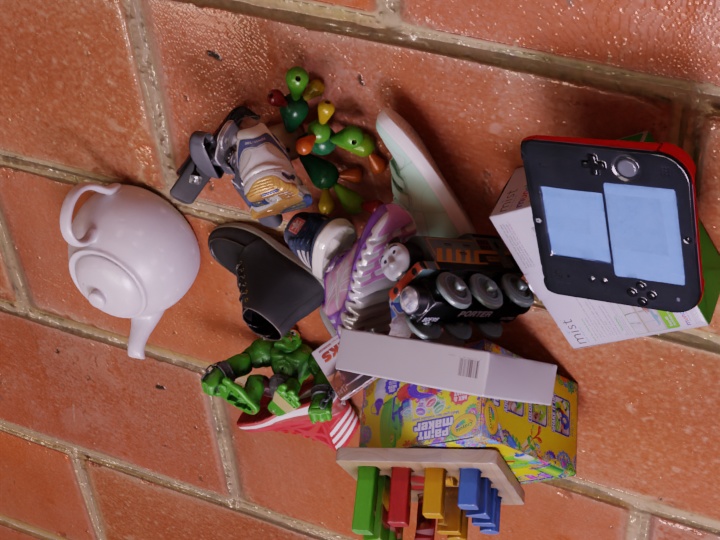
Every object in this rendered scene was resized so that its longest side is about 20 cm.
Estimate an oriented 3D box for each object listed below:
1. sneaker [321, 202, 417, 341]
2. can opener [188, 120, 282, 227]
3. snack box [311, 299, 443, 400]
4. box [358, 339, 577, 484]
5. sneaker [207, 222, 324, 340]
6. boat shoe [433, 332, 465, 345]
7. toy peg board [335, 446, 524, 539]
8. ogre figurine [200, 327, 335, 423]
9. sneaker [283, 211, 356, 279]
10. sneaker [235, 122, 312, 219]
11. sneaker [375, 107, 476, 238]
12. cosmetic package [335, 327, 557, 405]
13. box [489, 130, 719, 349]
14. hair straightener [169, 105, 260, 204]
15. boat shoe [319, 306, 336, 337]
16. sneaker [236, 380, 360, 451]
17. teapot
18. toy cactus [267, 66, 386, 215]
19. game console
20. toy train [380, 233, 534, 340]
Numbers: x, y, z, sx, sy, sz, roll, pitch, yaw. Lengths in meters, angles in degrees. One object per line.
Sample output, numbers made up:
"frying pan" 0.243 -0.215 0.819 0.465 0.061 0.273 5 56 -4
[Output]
"sneaker" 0.000 0.000 1.541 0.089 0.080 0.201 48 136 35
"can opener" -0.146 -0.116 1.623 0.066 0.054 0.200 12 160 20
"snack box" 0.038 0.075 1.665 0.199 0.024 0.072 -36 74 11
"box" 0.136 0.188 1.688 0.199 0.123 0.192 -16 150 41
"sneaker" -0.144 0.011 1.742 0.199 0.106 0.075 25 143 32
"boat shoe" 0.042 0.079 1.742 0.199 0.071 0.070 31 138 -8
"toy peg board" 0.087 0.293 1.668 0.197 0.099 0.200 -1 157 17
"ogre figurine" -0.112 0.144 1.863 0.199 0.120 0.099 -9 121 37
"sneaker" -0.055 -0.038 1.630 0.084 0.075 0.200 39 172 6
"sneaker" -0.100 -0.113 1.529 0.200 0.075 0.089 105 149 -82
"sneaker" 0.041 -0.081 1.540 0.118 0.074 0.201 -28 119 9
"cosmetic package" 0.095 0.107 1.505 0.199 0.052 0.150 7 178 38
"box" 0.268 -0.026 1.466 0.176 0.097 0.200 -14 121 41
"hair straightener" -0.180 -0.134 1.665 0.041 0.077 0.200 31 140 -21
"boat shoe" 0.004 0.112 1.794 0.063 0.071 0.200 -21 118 43
"sneaker" -0.085 0.230 1.965 0.199 0.079 0.116 -17 119 43
"teapot" -0.323 -0.010 1.825 0.199 0.146 0.198 36 139 -3
"toy cactus" -0.063 -0.142 1.580 0.164 0.103 0.200 4 142 43
"game console" 0.255 -0.046 1.364 0.176 0.031 0.201 6 131 26
"toy train" 0.106 0.013 1.493 0.085 0.199 0.114 -49 56 33
